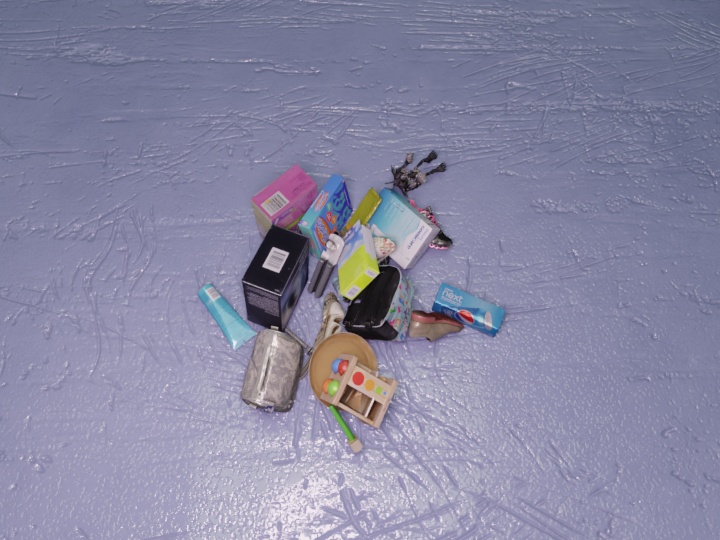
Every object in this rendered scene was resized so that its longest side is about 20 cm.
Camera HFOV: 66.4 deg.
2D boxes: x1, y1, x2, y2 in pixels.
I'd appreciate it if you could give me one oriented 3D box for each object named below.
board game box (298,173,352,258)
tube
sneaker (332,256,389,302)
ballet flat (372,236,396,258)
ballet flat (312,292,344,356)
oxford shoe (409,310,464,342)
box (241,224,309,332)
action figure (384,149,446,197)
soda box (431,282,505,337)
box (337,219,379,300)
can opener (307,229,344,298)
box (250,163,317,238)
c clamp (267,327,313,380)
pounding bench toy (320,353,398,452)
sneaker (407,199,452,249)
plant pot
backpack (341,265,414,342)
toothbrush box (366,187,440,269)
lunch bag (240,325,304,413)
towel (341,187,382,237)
[{"bbox_3d":[-0.100,-0.160,1.644,0.044,0.153,0.203,21,64,24],"label":"board game box"},{"bbox_3d":[-0.384,0.127,1.559,0.077,0.051,0.201,-38,75,-14],"label":"tube"},{"bbox_3d":[0.000,0.000,1.616,0.198,0.079,0.086,-36,61,-21],"label":"sneaker"},{"bbox_3d":[0.031,-0.060,1.603,0.076,0.198,0.065,45,70,-27],"label":"ballet flat"},{"bbox_3d":[-0.079,0.152,1.534,0.074,0.068,0.205,-13,52,40],"label":"ballet flat"},{"bbox_3d":[0.206,0.159,1.525,0.196,0.070,0.077,12,100,-34],"label":"oxford shoe"},{"bbox_3d":[-0.226,0.025,1.514,0.120,0.200,0.203,19,56,6],"label":"box"},{"bbox_3d":[0.173,-0.318,1.762,0.197,0.102,0.121,-29,79,-16],"label":"action figure"},{"bbox_3d":[0.307,0.113,1.575,0.195,0.065,0.069,23,65,10],"label":"soda box"},{"bbox_3d":[-0.013,-0.032,1.534,0.047,0.122,0.203,28,33,-30],"label":"box"},{"bbox_3d":[-0.093,-0.016,1.577,0.052,0.204,0.066,31,22,16],"label":"can opener"},{"bbox_3d":[-0.217,-0.175,1.623,0.175,0.201,0.097,-41,71,-20],"label":"box"},{"bbox_3d":[-0.200,0.203,1.536,0.170,0.027,0.199,-41,71,-19],"label":"c clamp"},{"bbox_3d":[-0.028,0.333,1.390,0.154,0.124,0.204,30,75,-15],"label":"pounding bench toy"},{"bbox_3d":[0.202,-0.142,1.670,0.198,0.097,0.079,35,27,13],"label":"sneaker"},{"bbox_3d":[-0.047,0.268,1.470,0.194,0.027,0.207,2,84,-20],"label":"plant pot"},{"bbox_3d":[0.058,0.092,1.510,0.174,0.150,0.205,-4,58,42],"label":"backpack"},{"bbox_3d":[0.114,-0.125,1.635,0.199,0.085,0.148,41,109,19],"label":"toothbrush box"},{"bbox_3d":[-0.231,0.260,1.414,0.135,0.168,0.206,10,72,9],"label":"lunch bag"},{"bbox_3d":[-0.010,-0.149,1.639,0.202,0.018,0.086,-55,36,14],"label":"towel"}]
